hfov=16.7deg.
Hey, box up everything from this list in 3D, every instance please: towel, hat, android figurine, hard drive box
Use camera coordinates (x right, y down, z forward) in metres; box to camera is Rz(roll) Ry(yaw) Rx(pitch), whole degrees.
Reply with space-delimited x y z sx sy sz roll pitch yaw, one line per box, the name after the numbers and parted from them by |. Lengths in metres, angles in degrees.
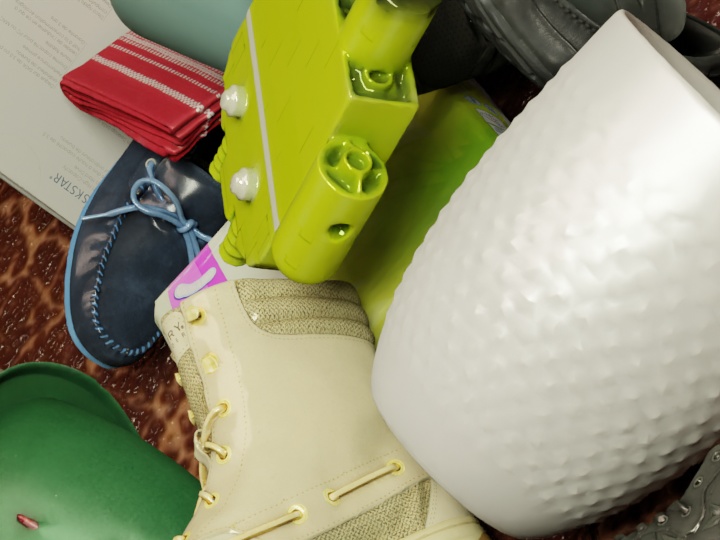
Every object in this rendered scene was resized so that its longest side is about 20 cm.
-0.057 -0.135 1.331 0.200 0.023 0.144 -36 31 -17 | towel
-0.061 0.123 1.067 0.175 0.201 0.166 -13 17 32 | hat
-0.022 -0.080 1.034 0.200 0.041 0.183 125 145 -49 | android figurine
-0.158 -0.141 1.409 0.200 0.156 0.077 -54 32 -3 | hard drive box

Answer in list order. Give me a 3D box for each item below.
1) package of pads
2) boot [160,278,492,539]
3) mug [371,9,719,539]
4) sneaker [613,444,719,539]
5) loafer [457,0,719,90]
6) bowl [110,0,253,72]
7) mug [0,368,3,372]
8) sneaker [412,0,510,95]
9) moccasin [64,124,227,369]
0.000 0.000 1.158 0.200 0.068 0.155 -46 34 9 | package of pads
-0.061 0.088 1.012 0.156 0.199 0.073 63 156 24 | boot
0.097 0.008 0.977 0.175 0.148 0.200 -47 2 11 | mug
0.130 0.108 0.902 0.199 0.060 0.105 5 64 47 | sneaker
0.098 -0.106 1.019 0.070 0.200 0.068 -45 59 13 | loafer
-0.016 -0.162 1.186 0.105 0.201 0.201 44 97 23 | bowl
-0.230 0.090 1.284 0.186 0.153 0.150 -31 38 30 | mug
0.066 -0.130 1.118 0.082 0.074 0.200 -2 18 37 | sneaker
-0.099 -0.043 1.311 0.068 0.080 0.201 -13 51 48 | moccasin
